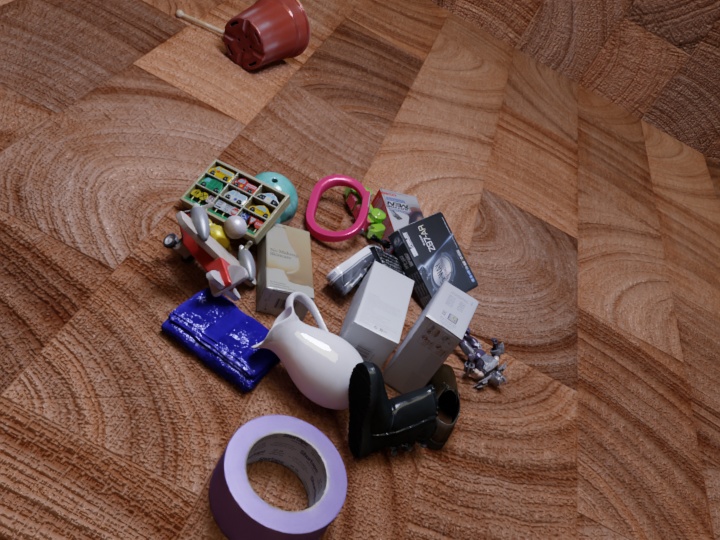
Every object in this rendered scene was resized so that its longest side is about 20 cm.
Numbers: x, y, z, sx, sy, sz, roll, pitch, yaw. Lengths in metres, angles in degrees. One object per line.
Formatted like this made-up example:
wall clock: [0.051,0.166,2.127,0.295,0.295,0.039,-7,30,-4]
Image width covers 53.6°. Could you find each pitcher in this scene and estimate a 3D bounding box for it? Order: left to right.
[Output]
pitcher: [-0.077,0.142,1.294,0.200,0.121,0.172,41,40,-11]

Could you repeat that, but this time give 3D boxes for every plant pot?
plant pot: [-0.281,-0.685,2.064,0.200,0.201,0.195,37,46,8]

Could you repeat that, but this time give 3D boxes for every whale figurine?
whale figurine: [-0.228,-0.151,1.556,0.199,0.104,0.159,-19,59,-36]

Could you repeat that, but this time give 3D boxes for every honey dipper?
honey dipper: [-0.451,-0.725,2.111,0.199,0.038,0.038,22,38,-5]

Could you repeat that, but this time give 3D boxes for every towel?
towel: [-0.240,0.116,1.294,0.200,0.050,0.148,36,39,7]

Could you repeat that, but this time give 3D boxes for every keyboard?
keyboard: [0.064,-0.028,1.590,0.128,0.021,0.200,61,13,17]

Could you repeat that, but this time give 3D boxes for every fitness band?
fitness band: [-0.052,-0.146,1.673,0.143,0.038,0.201,8,52,6]

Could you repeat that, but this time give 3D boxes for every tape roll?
tape roll: [-0.126,0.330,1.102,0.199,0.085,0.201,19,38,-16]

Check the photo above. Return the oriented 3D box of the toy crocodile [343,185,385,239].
toy crocodile: [0.006,-0.144,1.734,0.061,0.068,0.201,-2,48,-34]

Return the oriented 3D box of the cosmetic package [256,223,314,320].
cosmetic package: [-0.156,-0.002,1.464,0.105,0.071,0.201,13,41,-21]

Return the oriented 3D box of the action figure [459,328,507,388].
action figure: [0.246,0.172,1.541,0.200,0.069,0.130,49,36,18]

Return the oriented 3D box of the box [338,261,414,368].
box: [0.026,0.099,1.429,0.097,0.125,0.200,27,38,-5]

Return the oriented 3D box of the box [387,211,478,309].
box: [0.170,-0.022,1.654,0.160,0.043,0.201,-23,85,-40]

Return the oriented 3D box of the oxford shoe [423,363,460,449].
oxford shoe: [0.169,0.248,1.391,0.072,0.085,0.201,22,37,-8]

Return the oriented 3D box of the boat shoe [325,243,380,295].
boat shoe: [0.000,0.000,1.567,0.068,0.072,0.200,50,33,4]

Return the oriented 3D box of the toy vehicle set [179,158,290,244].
toy vehicle set: [-0.263,-0.147,1.499,0.199,0.027,0.125,27,65,18]

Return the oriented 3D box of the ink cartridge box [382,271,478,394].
ink cartridge box: [0.143,0.127,1.410,0.084,0.200,0.176,33,39,3]

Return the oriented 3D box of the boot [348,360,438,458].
boot: [0.063,0.235,1.251,0.162,0.200,0.073,-9,26,-27]

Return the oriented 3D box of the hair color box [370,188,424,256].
hair color box: [0.104,-0.108,1.764,0.110,0.064,0.201,10,43,-26]

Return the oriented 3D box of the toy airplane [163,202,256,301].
toy airplane: [-0.264,-0.041,1.343,0.199,0.141,0.200,44,-6,-8]
